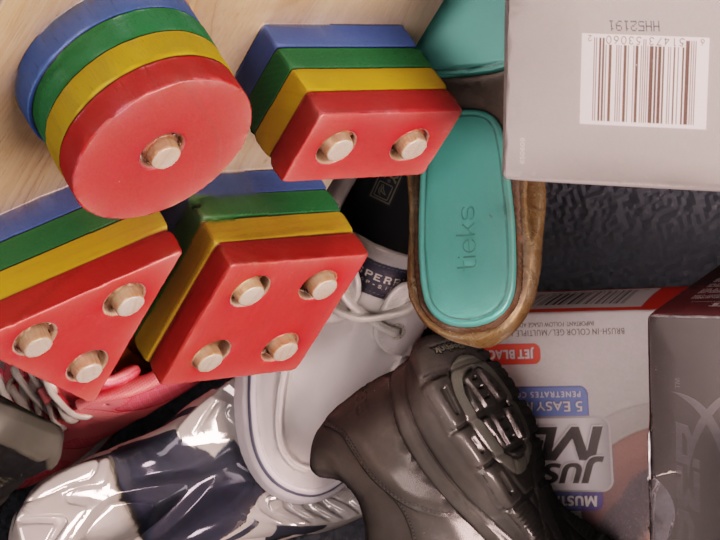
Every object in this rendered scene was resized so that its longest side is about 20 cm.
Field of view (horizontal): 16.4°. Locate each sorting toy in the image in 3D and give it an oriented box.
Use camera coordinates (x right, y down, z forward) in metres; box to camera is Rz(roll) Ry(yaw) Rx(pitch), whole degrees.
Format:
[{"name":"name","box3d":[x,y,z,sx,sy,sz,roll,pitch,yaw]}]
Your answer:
[{"name":"sorting toy","box3d":[-0.070,-0.031,0.924,0.070,0.198,0.200,57,132,29]}]

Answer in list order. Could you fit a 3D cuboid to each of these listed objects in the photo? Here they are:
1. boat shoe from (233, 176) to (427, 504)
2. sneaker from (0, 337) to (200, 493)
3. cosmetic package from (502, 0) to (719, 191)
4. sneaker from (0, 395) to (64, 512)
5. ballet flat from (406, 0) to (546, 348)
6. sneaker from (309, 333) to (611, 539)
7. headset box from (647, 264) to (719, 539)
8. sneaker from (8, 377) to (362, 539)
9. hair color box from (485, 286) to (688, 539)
[{"name":"boat shoe","box3d":[0.000,0.000,1.044,0.073,0.065,0.201,16,83,-11]},{"name":"sneaker","box3d":[-0.123,0.040,1.116,0.200,0.087,0.074,-31,87,20]},{"name":"cosmetic package","box3d":[0.125,-0.080,0.957,0.106,0.200,0.091,2,101,14]},{"name":"sneaker","box3d":[-0.180,0.099,1.020,0.076,0.199,0.115,29,73,-9]},{"name":"ballet flat","box3d":[0.049,-0.068,0.995,0.067,0.072,0.201,-3,84,12]},{"name":"sneaker","box3d":[0.053,0.126,1.013,0.091,0.076,0.201,-29,91,29]},{"name":"headset box","box3d":[0.163,0.078,0.965,0.075,0.200,0.149,0,97,19]},{"name":"sneaker","box3d":[-0.067,0.100,1.116,0.199,0.130,0.080,-28,87,-18]},{"name":"hair color box","box3d":[0.099,0.111,1.064,0.110,0.064,0.201,-3,98,18]}]
